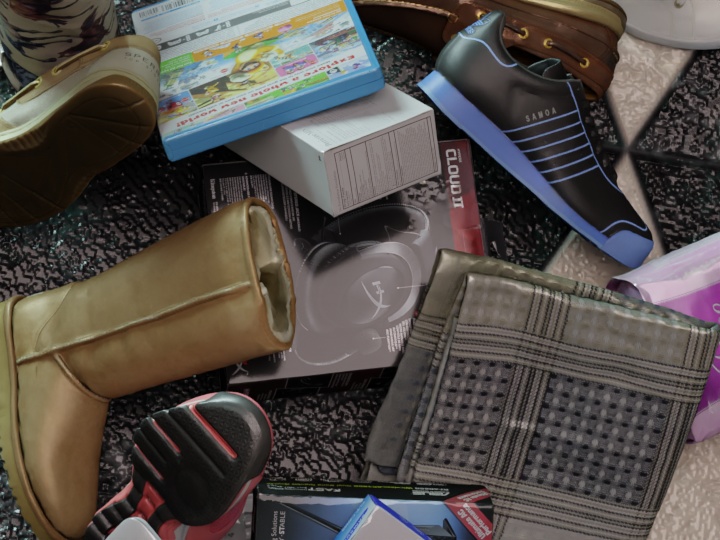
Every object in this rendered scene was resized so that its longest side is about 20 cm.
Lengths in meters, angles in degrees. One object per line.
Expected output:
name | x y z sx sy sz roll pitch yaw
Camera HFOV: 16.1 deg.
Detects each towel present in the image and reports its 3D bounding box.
towel | 0.111 0.096 1.626 0.199 0.035 0.193 15 112 -8

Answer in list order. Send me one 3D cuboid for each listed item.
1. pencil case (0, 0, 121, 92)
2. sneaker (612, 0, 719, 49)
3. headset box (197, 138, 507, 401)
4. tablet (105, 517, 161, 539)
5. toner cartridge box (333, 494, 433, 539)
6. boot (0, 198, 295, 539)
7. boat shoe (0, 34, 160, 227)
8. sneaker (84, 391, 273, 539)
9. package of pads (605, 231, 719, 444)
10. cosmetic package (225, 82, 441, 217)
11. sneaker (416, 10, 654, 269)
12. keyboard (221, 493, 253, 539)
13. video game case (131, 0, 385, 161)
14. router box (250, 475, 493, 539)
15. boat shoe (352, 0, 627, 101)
pencil case | -0.203 -0.173 1.631 0.089 0.200 0.078 -8 69 -3
sneaker | 0.183 -0.216 1.741 0.199 0.085 0.073 27 74 -1
headset box | 0.000 0.000 1.674 0.199 0.077 0.150 -7 78 -8
tablet | -0.107 0.256 1.502 0.200 0.014 0.130 49 119 11
toner cartridge box | 0.058 0.234 1.550 0.200 0.043 0.095 37 90 -8
boot | -0.133 0.066 1.597 0.199 0.066 0.176 -19 78 23
boat shoe | -0.195 -0.089 1.641 0.074 0.200 0.067 43 43 -28
sneaker | -0.097 0.123 1.548 0.087 0.200 0.074 -28 75 -42
package of pads | 0.274 0.024 1.691 0.199 0.076 0.121 -23 91 -11
cosmetic package | -0.036 -0.098 1.635 0.082 0.200 0.051 -20 120 -24
sneaker | 0.132 -0.086 1.686 0.200 0.070 0.078 41 94 -16
keyboard | -0.042 0.172 1.663 0.199 0.011 0.057 -3 77 -7
video game case | -0.070 -0.144 1.649 0.143 0.200 0.018 -19 121 -1
router box | 0.002 0.231 1.598 0.149 0.062 0.201 2 95 -5
boat shoe | 0.080 -0.161 1.723 0.199 0.072 0.068 10 74 -6
